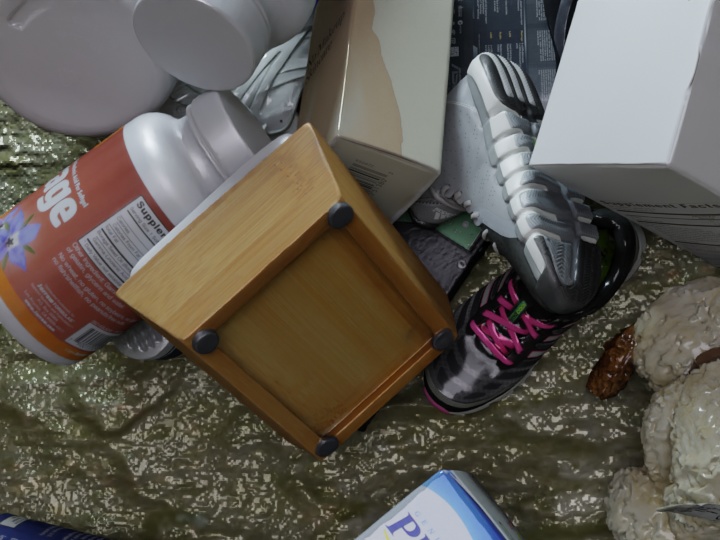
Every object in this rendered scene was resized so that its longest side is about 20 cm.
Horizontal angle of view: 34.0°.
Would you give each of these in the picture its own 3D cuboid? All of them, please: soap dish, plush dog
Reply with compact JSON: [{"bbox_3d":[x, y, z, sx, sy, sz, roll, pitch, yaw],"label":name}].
[{"bbox_3d":[-0.035,0.024,0.762,0.157,0.200,0.081,-42,44,0],"label":"soap dish"},{"bbox_3d":[0.242,0.081,0.781,0.199,0.161,0.172,-17,54,6],"label":"plush dog"}]

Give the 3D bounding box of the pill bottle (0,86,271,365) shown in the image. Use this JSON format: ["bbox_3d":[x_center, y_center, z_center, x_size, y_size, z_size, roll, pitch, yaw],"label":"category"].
[{"bbox_3d":[-0.150,-0.033,0.789,0.200,0.112,0.112,-34,76,9],"label":"pill bottle"}]

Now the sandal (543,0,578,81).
[{"bbox_3d":[0.165,-0.155,0.825,0.076,0.043,0.201,1,79,9],"label":"sandal"}]

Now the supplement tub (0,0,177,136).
[{"bbox_3d":[-0.192,-0.209,0.859,0.144,0.145,0.200,-9,42,8],"label":"supplement tub"}]

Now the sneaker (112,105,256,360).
[{"bbox_3d":[-0.123,-0.029,0.879,0.078,0.079,0.201,24,92,18],"label":"sneaker"}]

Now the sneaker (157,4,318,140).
[{"bbox_3d":[-0.089,-0.121,0.900,0.200,0.078,0.100,-35,81,3],"label":"sneaker"}]

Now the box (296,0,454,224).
[{"bbox_3d":[0.010,-0.140,0.826,0.078,0.095,0.201,17,57,-19],"label":"box"}]

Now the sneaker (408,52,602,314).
[{"bbox_3d":[0.087,-0.040,0.803,0.115,0.075,0.201,-36,52,35],"label":"sneaker"}]

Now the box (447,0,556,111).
[{"bbox_3d":[0.138,-0.204,0.888,0.157,0.051,0.201,-3,78,9],"label":"box"}]

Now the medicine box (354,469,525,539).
[{"bbox_3d":[0.019,0.229,0.759,0.200,0.182,0.103,-40,76,0],"label":"medicine box"}]

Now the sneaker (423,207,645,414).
[{"bbox_3d":[0.120,0.023,0.829,0.200,0.087,0.074,-40,76,1],"label":"sneaker"}]

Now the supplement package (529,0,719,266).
[{"bbox_3d":[0.231,-0.087,0.763,0.120,0.200,0.122,7,77,55],"label":"supplement package"}]

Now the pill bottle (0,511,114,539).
[{"bbox_3d":[-0.195,0.243,0.829,0.199,0.111,0.111,11,81,11],"label":"pill bottle"}]

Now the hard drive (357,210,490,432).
[{"bbox_3d":[0.000,0.000,0.880,0.140,0.038,0.200,32,87,14],"label":"hard drive"}]

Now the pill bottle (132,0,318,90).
[{"bbox_3d":[-0.069,-0.217,0.768,0.112,0.112,0.200,15,58,12],"label":"pill bottle"}]
